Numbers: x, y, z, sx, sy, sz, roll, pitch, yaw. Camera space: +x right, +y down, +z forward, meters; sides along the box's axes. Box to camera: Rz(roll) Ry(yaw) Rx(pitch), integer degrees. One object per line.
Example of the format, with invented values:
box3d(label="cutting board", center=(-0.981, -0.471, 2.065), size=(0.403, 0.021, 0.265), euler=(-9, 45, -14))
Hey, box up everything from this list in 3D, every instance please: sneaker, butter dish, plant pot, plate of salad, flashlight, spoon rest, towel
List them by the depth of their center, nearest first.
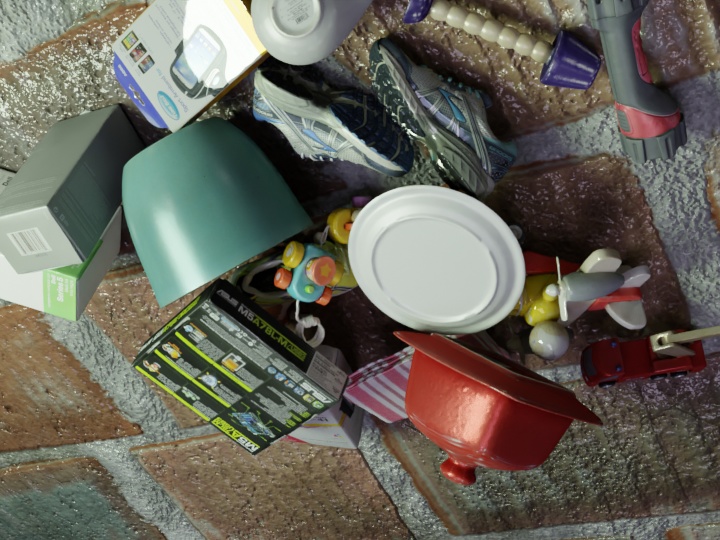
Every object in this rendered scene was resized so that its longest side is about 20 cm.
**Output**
box3d(label="flashlight", center=(0.272, -0.205, 0.987), size=(0.067, 0.068, 0.201), euler=(-4, 125, 26))
box3d(label="spoon rest", center=(-0.017, -0.276, 0.989), size=(0.199, 0.061, 0.100), euler=(-25, 96, 18))
box3d(label="sneaker", center=(0.088, -0.171, 1.074), size=(0.200, 0.086, 0.078), euler=(51, 169, -6))
box3d(label="plate of salad", center=(0.084, -0.013, 1.110), size=(0.198, 0.048, 0.201), euler=(10, 130, 12))
box3d(label="sneaker", center=(-0.033, -0.157, 1.120), size=(0.199, 0.077, 0.085), euler=(32, 137, 1))
box3d(label="butter dish", center=(0.135, 0.171, 1.144), size=(0.199, 0.149, 0.199), euler=(20, -175, -46))
box3d(label="plant pot", center=(-0.178, -0.075, 1.151), size=(0.200, 0.200, 0.162), euler=(-27, 94, 34))
box3d(label="sneaker", center=(-0.059, 0.004, 1.213), size=(0.198, 0.076, 0.076), euler=(-20, 93, -7))
box3d(label="towel", center=(0.084, 0.131, 1.296), size=(0.199, 0.030, 0.146), euler=(-27, 144, 16))

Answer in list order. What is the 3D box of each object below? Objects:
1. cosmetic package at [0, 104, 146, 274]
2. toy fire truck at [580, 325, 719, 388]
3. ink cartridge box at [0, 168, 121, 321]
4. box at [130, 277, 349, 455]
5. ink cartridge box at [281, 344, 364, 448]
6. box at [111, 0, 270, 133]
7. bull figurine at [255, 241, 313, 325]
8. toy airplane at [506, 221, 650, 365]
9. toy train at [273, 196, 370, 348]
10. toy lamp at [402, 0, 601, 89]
box3d(label="cosmetic package", center=(-0.337, -0.097, 1.173), size=(0.106, 0.201, 0.091), euler=(-9, 126, 27))
box3d(label="toy fire truck", center=(0.363, 0.089, 1.173), size=(0.198, 0.049, 0.141), euler=(-8, 162, -1))
box3d(label="ink cartridge box", center=(-0.424, -0.038, 1.287), size=(0.198, 0.146, 0.084), euler=(17, 133, 1))
box3d(label="box", center=(-0.145, 0.120, 1.204), size=(0.200, 0.048, 0.193), euler=(39, 136, -15))
box3d(label="ink cartridge box", center=(-0.083, 0.168, 1.364), size=(0.146, 0.086, 0.200), euler=(5, 157, 15))
box3d(label="box", center=(-0.182, -0.239, 1.085), size=(0.199, 0.041, 0.120), euler=(-31, 97, 38))
box3d(label="bull figurine", center=(-0.112, 0.042, 1.320), size=(0.120, 0.065, 0.201), euler=(22, 136, -8))
box3d(label="toy airplane", center=(0.233, 0.040, 1.158), size=(0.198, 0.142, 0.200), euler=(-8, 146, 36))
box3d(label="toy train", center=(0.000, 0.000, 1.177), size=(0.055, 0.199, 0.151), euler=(6, 125, 61))
box3d(label="toy lamp", center=(0.141, -0.232, 1.004), size=(0.198, 0.058, 0.058), euler=(22, 134, 0))
